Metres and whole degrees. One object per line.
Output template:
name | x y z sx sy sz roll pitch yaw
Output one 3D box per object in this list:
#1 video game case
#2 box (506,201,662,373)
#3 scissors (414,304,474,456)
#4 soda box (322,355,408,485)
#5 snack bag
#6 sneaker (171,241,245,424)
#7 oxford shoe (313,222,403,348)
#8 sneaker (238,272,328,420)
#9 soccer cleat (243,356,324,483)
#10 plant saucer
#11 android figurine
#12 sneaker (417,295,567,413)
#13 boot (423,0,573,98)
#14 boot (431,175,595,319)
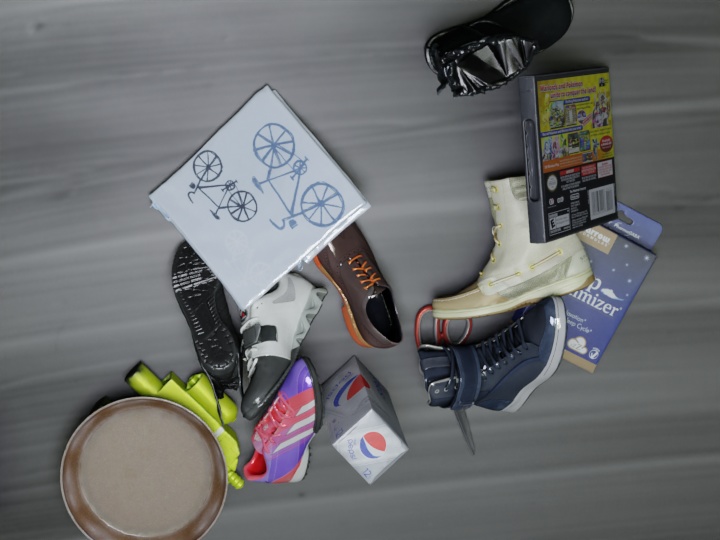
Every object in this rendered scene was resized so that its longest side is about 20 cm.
video game case | 0.239 -0.135 1.643 0.025 0.199 0.183 0 100 34
box | 0.279 0.011 1.767 0.120 0.032 0.202 25 99 -12
scissors | 0.105 0.138 1.789 0.072 0.014 0.203 -5 106 -8
soda box | 0.001 0.171 1.685 0.063 0.200 0.068 -42 104 5
snack bag | -0.118 -0.079 1.668 0.200 0.021 0.189 -42 82 4
sneaker | -0.176 0.072 1.705 0.059 0.104 0.202 -15 69 -5
oxford shoe | 0.000 0.000 1.698 0.071 0.072 0.201 -35 110 -25
sneaker | -0.114 0.082 1.676 0.088 0.201 0.074 30 140 -8
soccer cleat | -0.091 0.183 1.709 0.072 0.069 0.201 -6 137 -21
plant saucer | -0.257 0.244 1.720 0.198 0.032 0.203 -1 102 -4
android figurine | -0.228 0.211 1.752 0.182 0.041 0.200 -41 104 4
sneaker | 0.149 0.099 1.700 0.145 0.078 0.203 7 138 -19
boot | 0.163 -0.256 1.616 0.196 0.163 0.074 -20 106 -2
boot | 0.165 -0.030 1.716 0.198 0.072 0.156 -16 94 10
